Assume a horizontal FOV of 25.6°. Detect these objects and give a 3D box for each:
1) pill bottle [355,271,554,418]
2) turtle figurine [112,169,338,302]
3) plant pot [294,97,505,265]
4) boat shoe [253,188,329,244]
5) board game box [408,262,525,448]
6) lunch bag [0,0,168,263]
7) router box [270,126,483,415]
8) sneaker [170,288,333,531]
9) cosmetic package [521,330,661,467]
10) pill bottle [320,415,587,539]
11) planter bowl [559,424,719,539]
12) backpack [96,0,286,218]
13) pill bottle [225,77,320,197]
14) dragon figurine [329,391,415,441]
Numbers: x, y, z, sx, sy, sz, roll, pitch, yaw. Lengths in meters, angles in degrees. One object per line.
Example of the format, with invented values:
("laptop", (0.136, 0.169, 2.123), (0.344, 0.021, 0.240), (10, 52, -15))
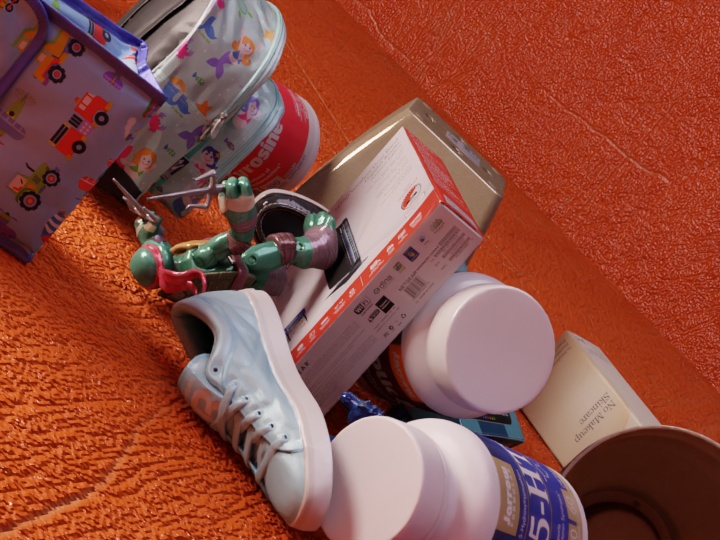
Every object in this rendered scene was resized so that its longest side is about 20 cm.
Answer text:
("pill bottle", (0.068, 0.058, 1.272), (0.114, 0.115, 0.200), (39, -13, -18))
("turtle figurine", (-0.116, -0.016, 1.210), (0.148, 0.102, 0.199), (-3, -6, 42))
("plant pot", (0.047, -0.070, 1.689), (0.200, 0.177, 0.200), (42, 13, -2))
("boat shoe", (-0.026, 0.004, 1.478), (0.200, 0.074, 0.060), (47, 5, -25))
("board game box", (0.075, 0.068, 1.467), (0.151, 0.047, 0.202), (19, 51, -62))
("lunch bag", (-0.251, -0.128, 1.022), (0.199, 0.151, 0.094), (34, 15, -34))
("router box", (0.000, 0.000, 1.273), (0.049, 0.200, 0.180), (37, 13, -21))
("sneaker", (-0.081, 0.094, 1.064), (0.081, 0.074, 0.201), (0, 41, -26))
("cosmetic package", (0.260, 0.173, 1.728), (0.073, 0.104, 0.201), (27, 19, -43))
("pill bottle", (0.062, 0.170, 1.096), (0.199, 0.120, 0.120), (28, 19, -49))
("planter bowl", (0.222, 0.233, 1.285), (0.200, 0.200, 0.135), (43, -15, 1))
("backpack", (-0.147, -0.155, 1.292), (0.150, 0.201, 0.178), (37, 8, -25))
("pill bottle", (-0.137, -0.152, 1.534), (0.199, 0.112, 0.113), (26, 21, -51))
("dragon figurine", (0.049, 0.160, 1.226), (0.199, 0.059, 0.100), (40, 13, -12))
